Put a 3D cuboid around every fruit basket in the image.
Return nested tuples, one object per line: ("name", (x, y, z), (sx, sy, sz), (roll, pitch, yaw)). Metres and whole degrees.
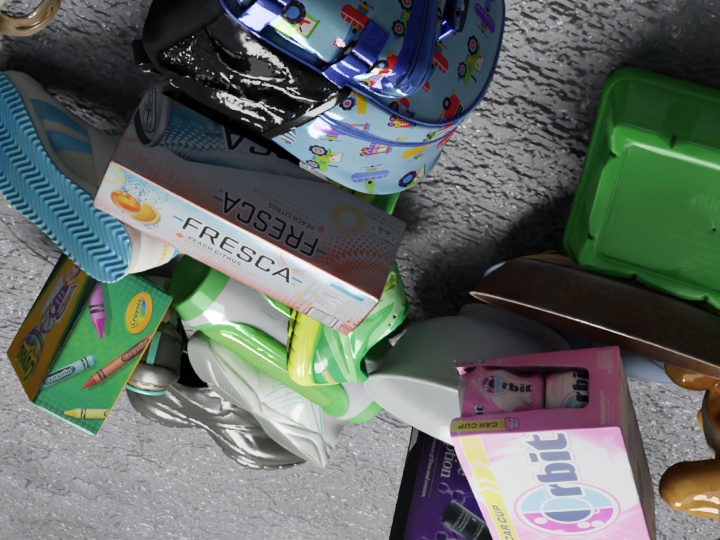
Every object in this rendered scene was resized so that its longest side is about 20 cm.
("fruit basket", (0.238, -0.035, 0.906), (0.213, 0.216, 0.157), (14, 108, 2))

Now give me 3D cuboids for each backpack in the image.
("backpack", (0.001, -0.147, 0.774), (0.199, 0.184, 0.134), (31, 150, -28))

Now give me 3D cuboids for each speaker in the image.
("speaker", (-0.060, 0.049, 1.166), (0.199, 0.089, 0.088), (35, 142, -27))

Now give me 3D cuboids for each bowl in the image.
("bowl", (0.108, 0.087, 1.122), (0.199, 0.091, 0.201), (20, 164, 6))

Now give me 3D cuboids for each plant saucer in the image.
("plant saucer", (0.169, 0.031, 0.904), (0.198, 0.035, 0.200), (19, 178, 1))

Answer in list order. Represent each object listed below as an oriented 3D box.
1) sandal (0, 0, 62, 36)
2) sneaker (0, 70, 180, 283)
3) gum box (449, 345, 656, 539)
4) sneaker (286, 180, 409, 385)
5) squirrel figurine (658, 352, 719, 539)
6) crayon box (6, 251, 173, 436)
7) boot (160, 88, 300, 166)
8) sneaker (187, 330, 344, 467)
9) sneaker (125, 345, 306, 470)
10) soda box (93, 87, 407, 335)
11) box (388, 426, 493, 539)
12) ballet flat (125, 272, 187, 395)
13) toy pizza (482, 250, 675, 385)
("sandal", (-0.224, -0.185, 0.915), (0.057, 0.081, 0.201), (10, 157, -25))
("sneaker", (-0.202, -0.071, 1.014), (0.200, 0.080, 0.077), (47, 128, 22))
("gum box", (0.138, 0.134, 0.986), (0.112, 0.067, 0.201), (-6, 140, 16))
("sneaker", (0.000, 0.000, 1.052), (0.083, 0.074, 0.201), (10, 122, -14))
("squirrel figurine", (0.311, 0.163, 0.988), (0.198, 0.189, 0.142), (-2, 154, 17))
("crayon box", (-0.218, 0.045, 1.113), (0.058, 0.120, 0.200), (30, 177, -21))
("boot", (-0.048, -0.096, 0.964), (0.197, 0.074, 0.163), (23, 144, 1))
("sneaker", (-0.078, 0.096, 1.246), (0.070, 0.081, 0.200), (22, 163, 45))
("sneaker", (-0.118, 0.122, 1.310), (0.198, 0.076, 0.091), (21, 139, -12))
("soda box", (-0.073, -0.037, 0.941), (0.199, 0.069, 0.064), (27, 147, -10))
("box", (0.103, 0.222, 1.246), (0.140, 0.201, 0.079), (18, 146, -6))
("ballet flat", (-0.173, 0.044, 1.185), (0.067, 0.069, 0.200), (11, -169, -16))
("toy pizza", (0.188, 0.032, 1.063), (0.198, 0.032, 0.200), (21, 163, 7))
